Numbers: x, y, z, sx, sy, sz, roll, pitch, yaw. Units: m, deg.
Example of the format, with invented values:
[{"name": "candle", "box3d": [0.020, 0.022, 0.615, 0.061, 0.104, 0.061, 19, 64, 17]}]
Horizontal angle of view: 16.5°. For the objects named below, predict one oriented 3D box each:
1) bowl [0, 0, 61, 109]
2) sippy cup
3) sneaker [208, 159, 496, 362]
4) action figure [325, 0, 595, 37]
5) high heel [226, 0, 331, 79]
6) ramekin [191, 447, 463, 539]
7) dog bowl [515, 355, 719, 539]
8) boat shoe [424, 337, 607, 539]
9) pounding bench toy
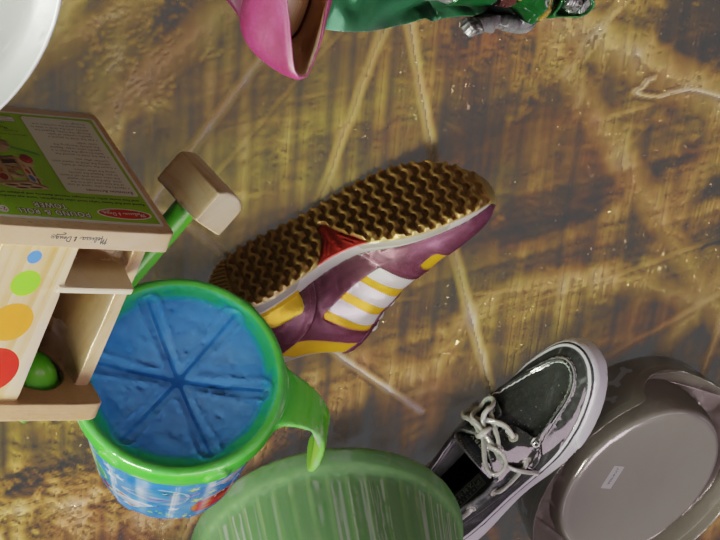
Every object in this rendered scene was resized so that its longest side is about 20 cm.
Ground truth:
[{"name": "bowl", "box3d": [-0.263, -0.157, 1.303, 0.201, 0.090, 0.201, -18, 134, -20]}, {"name": "sippy cup", "box3d": [-0.120, 0.093, 1.589, 0.140, 0.178, 0.130, -42, 166, -25]}, {"name": "sneaker", "box3d": [0.000, 0.000, 1.638, 0.200, 0.075, 0.090, -23, 135, -3]}, {"name": "action figure", "box3d": [0.073, -0.184, 1.540, 0.200, 0.055, 0.118, 6, 120, -42]}, {"name": "high heel", "box3d": [-0.023, -0.211, 1.415, 0.067, 0.096, 0.200, 8, 122, -38]}, {"name": "ramekin", "box3d": [-0.018, 0.228, 1.762, 0.199, 0.098, 0.200, -6, 134, -6]}, {"name": "dog bowl", "box3d": [0.205, 0.151, 1.919, 0.200, 0.059, 0.200, -19, 134, -20]}, {"name": "boat shoe", "box3d": [0.098, 0.126, 1.814, 0.199, 0.074, 0.068, -45, 153, 21]}, {"name": "pounding bench toy", "box3d": [-0.182, 0.004, 1.475, 0.200, 0.124, 0.156, 2, 125, -36]}]
